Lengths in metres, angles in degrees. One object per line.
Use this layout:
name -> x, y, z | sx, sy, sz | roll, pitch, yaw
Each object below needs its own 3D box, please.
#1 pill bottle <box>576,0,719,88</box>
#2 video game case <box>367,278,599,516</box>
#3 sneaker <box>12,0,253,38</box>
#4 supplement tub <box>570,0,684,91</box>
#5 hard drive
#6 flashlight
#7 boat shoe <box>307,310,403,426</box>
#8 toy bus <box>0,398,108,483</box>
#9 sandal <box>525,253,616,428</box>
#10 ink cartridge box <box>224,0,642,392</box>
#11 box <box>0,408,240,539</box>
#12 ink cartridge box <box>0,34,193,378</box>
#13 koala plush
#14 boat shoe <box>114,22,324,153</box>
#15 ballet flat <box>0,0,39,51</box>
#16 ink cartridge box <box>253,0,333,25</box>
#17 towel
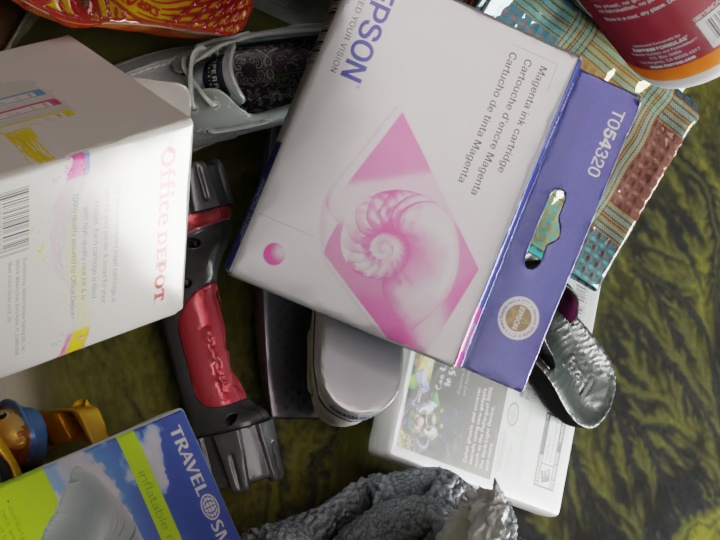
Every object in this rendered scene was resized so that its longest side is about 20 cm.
pill bottle -> 0.158, -0.209, 1.038 | 0.200, 0.113, 0.113 | 44, 67, -34
video game case -> 0.090, 0.047, 1.189 | 0.181, 0.023, 0.202 | 24, 73, -43
sneaker -> -0.155, -0.169, 1.037 | 0.199, 0.077, 0.074 | 13, 84, -44
supplement tub -> 0.115, -0.175, 1.180 | 0.199, 0.145, 0.147 | 1, 85, -29
hard drive -> -0.010, -0.004, 1.156 | 0.134, 0.042, 0.202 | 2, 85, -29
flashlight -> -0.092, 0.035, 1.091 | 0.067, 0.068, 0.202 | -16, 90, -10
boat shoe -> 0.000, 0.000, 1.099 | 0.070, 0.070, 0.202 | 10, 71, -15
toy bus -> -0.182, 0.140, 1.010 | 0.192, 0.135, 0.201 | -35, 100, -40
sandal -> 0.122, 0.031, 1.171 | 0.200, 0.048, 0.076 | 45, 60, -35
ink cartridge box -> 0.048, -0.052, 1.034 | 0.199, 0.043, 0.198 | 22, 90, -10
box -> -0.131, 0.153, 0.935 | 0.200, 0.047, 0.123 | -21, 86, -55
ink cartridge box -> -0.189, -0.036, 0.978 | 0.199, 0.125, 0.129 | -21, 132, -38
koala plush -> 0.055, 0.195, 1.032 | 0.183, 0.200, 0.178 | -31, 98, -28
boat shoe -> -0.082, -0.116, 1.082 | 0.199, 0.072, 0.071 | -12, 78, -9
ballet flat -> -0.218, -0.155, 1.042 | 0.067, 0.062, 0.201 | 28, 73, -23
ink cartridge box -> -0.033, -0.256, 1.075 | 0.144, 0.200, 0.146 | 23, 75, -23
towel -> 0.117, -0.089, 1.110 | 0.199, 0.022, 0.147 | 30, 90, -33
